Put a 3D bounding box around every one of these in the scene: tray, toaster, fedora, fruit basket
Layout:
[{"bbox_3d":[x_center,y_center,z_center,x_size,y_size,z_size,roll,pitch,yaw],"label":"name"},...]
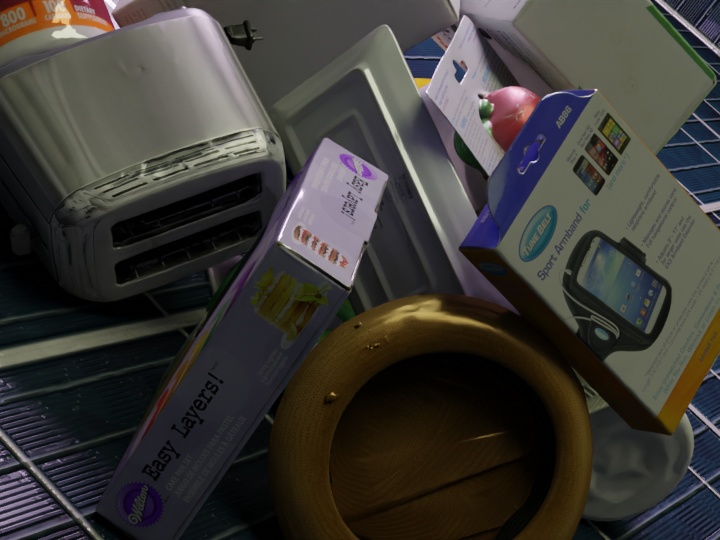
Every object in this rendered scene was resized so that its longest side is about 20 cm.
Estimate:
[{"bbox_3d":[0.013,-0.035,1.252,0.022,0.107,0.201,-4,65,-56],"label":"tray"},{"bbox_3d":[-0.128,-0.070,1.265,0.198,0.114,0.130,-20,57,-19],"label":"toaster"},{"bbox_3d":[0.035,0.108,1.208,0.200,0.202,0.082,32,-12,-14],"label":"fedora"},{"bbox_3d":[0.108,-0.055,1.320,0.200,0.094,0.185,47,22,-10],"label":"fruit basket"}]

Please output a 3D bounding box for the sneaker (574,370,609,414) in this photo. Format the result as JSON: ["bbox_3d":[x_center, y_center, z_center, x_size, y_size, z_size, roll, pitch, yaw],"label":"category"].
[{"bbox_3d":[0.136,0.051,1.396,0.198,0.076,0.084,-5,27,-32],"label":"sneaker"}]

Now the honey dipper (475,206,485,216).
[{"bbox_3d":[0.104,-0.045,1.410,0.199,0.038,0.038,-25,62,-41],"label":"honey dipper"}]

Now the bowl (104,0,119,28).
[{"bbox_3d":[-0.179,-0.157,1.508,0.200,0.075,0.199,43,20,17],"label":"bowl"}]

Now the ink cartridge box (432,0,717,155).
[{"bbox_3d":[0.133,-0.161,1.451,0.146,0.083,0.200,43,-6,-22],"label":"ink cartridge box"}]

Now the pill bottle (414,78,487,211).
[{"bbox_3d":[0.041,-0.087,1.558,0.111,0.113,0.199,20,-7,-40],"label":"pill bottle"}]

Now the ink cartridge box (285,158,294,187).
[{"bbox_3d":[0.000,0.000,1.382,0.200,0.042,0.119,52,-12,-29],"label":"ink cartridge box"}]

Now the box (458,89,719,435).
[{"bbox_3d":[0.142,-0.011,1.219,0.200,0.120,0.041,44,-22,-26],"label":"box"}]

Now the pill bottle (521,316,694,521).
[{"bbox_3d":[0.160,0.079,1.520,0.110,0.111,0.201,27,22,-27],"label":"pill bottle"}]

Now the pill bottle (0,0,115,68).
[{"bbox_3d":[-0.234,-0.193,1.361,0.114,0.114,0.201,10,50,-52],"label":"pill bottle"}]

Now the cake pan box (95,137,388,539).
[{"bbox_3d":[-0.059,0.035,1.131,0.052,0.185,0.200,35,21,-6],"label":"cake pan box"}]

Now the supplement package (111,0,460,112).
[{"bbox_3d":[-0.045,-0.183,1.392,0.120,0.199,0.121,58,15,-16],"label":"supplement package"}]

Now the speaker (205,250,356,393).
[{"bbox_3d":[-0.001,0.066,1.311,0.200,0.089,0.088,41,20,7],"label":"speaker"}]
